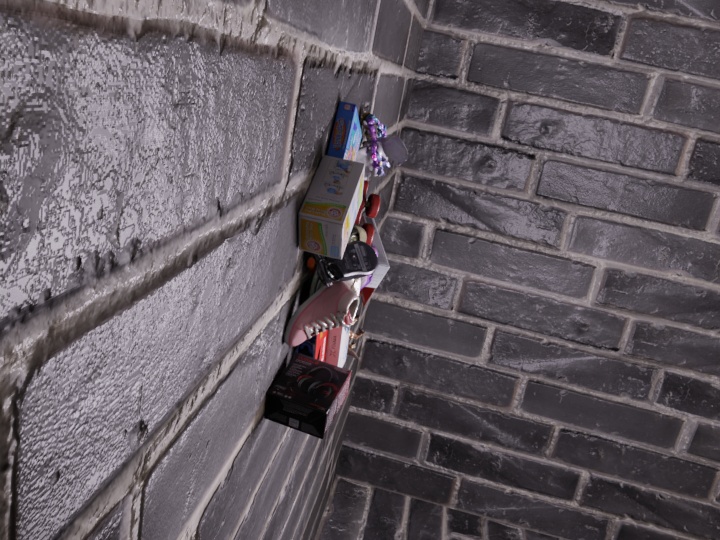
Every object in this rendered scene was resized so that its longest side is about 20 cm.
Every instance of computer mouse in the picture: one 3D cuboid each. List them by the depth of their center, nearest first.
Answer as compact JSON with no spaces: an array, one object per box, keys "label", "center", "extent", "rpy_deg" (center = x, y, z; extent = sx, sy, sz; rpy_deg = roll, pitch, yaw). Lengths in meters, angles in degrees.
[{"label":"computer mouse","center":[-0.043,-0.024,1.516],"extent":[0.052,0.198,0.141],"rpy_deg":[-30,-110,43]}]

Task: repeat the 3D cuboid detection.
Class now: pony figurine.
[{"label":"pony figurine","center":[0.044,-0.359,1.897],"extent":[0.200,0.164,0.196],"rpy_deg":[68,3,-74]}]

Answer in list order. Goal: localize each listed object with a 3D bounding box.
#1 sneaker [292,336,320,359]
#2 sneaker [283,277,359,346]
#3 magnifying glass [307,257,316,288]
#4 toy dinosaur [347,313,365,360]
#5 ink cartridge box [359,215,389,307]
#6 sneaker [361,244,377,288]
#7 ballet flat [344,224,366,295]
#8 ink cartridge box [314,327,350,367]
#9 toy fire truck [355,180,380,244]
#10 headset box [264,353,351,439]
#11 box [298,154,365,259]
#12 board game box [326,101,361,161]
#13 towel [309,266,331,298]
[{"label":"sneaker","center":[-0.126,0.195,1.653],"extent":[0.089,0.074,0.203],"rpy_deg":[93,10,-57]},{"label":"sneaker","center":[-0.082,0.111,1.474],"extent":[0.200,0.104,0.076],"rpy_deg":[-47,150,-21]},{"label":"magnifying glass","center":[-0.114,0.006,1.622],"extent":[0.200,0.022,0.081],"rpy_deg":[77,26,-75]},{"label":"toy dinosaur","center":[-0.070,0.163,1.778],"extent":[0.085,0.134,0.204],"rpy_deg":[-32,-111,49]},{"label":"ink cartridge box","center":[0.009,-0.027,1.853],"extent":[0.175,0.043,0.202],"rpy_deg":[-58,-145,38]},{"label":"sneaker","center":[0.000,0.000,1.706],"extent":[0.201,0.087,0.082],"rpy_deg":[-51,-134,43]},{"label":"ballet flat","center":[-0.030,-0.018,1.601],"extent":[0.075,0.067,0.204],"rpy_deg":[29,69,-64]},{"label":"ink cartridge box","center":[-0.070,0.191,1.644],"extent":[0.177,0.044,0.203],"rpy_deg":[-57,157,-61]},{"label":"toy fire truck","center":[-0.027,-0.158,1.804],"extent":[0.168,0.110,0.204],"rpy_deg":[-147,-111,-71]},{"label":"headset box","center":[-0.115,0.280,1.485],"extent":[0.200,0.146,0.076],"rpy_deg":[-51,155,-61]},{"label":"box","center":[-0.062,-0.141,1.411],"extent":[0.114,0.099,0.202],"rpy_deg":[96,9,-49]},{"label":"board game box","center":[-0.039,-0.301,1.572],"extent":[0.200,0.044,0.155],"rpy_deg":[65,37,-80]},{"label":"towel","center":[-0.088,0.025,1.621],"extent":[0.201,0.047,0.174],"rpy_deg":[-67,171,-64]}]
